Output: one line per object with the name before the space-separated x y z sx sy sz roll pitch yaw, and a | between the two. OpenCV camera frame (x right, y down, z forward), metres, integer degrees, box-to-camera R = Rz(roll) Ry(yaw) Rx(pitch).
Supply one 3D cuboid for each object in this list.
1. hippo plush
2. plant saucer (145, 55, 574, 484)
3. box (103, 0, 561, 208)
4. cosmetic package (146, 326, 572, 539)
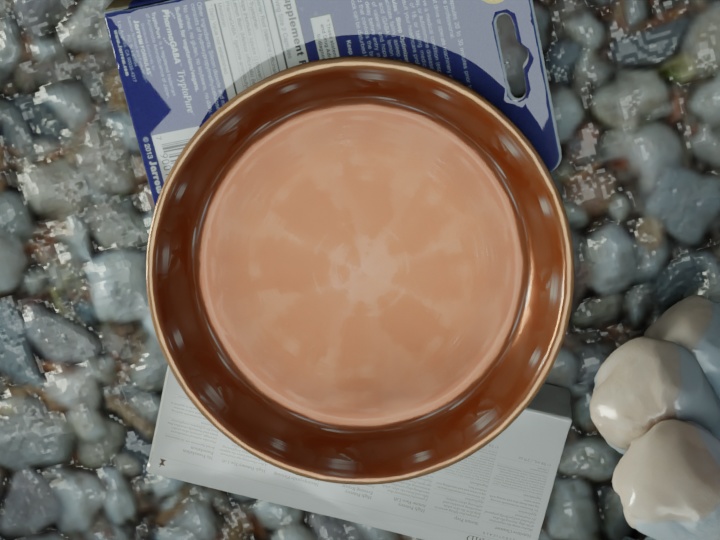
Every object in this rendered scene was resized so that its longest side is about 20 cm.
hippo plush | 0.164 0.117 0.882 0.160 0.199 0.161 52 134 19
plant saucer | 0.000 0.000 0.853 0.199 0.032 0.202 1 102 3
box | -0.011 -0.088 0.867 0.198 0.032 0.122 -10 108 9
cosmetic package | 0.000 0.080 0.913 0.198 0.051 0.083 14 105 0
